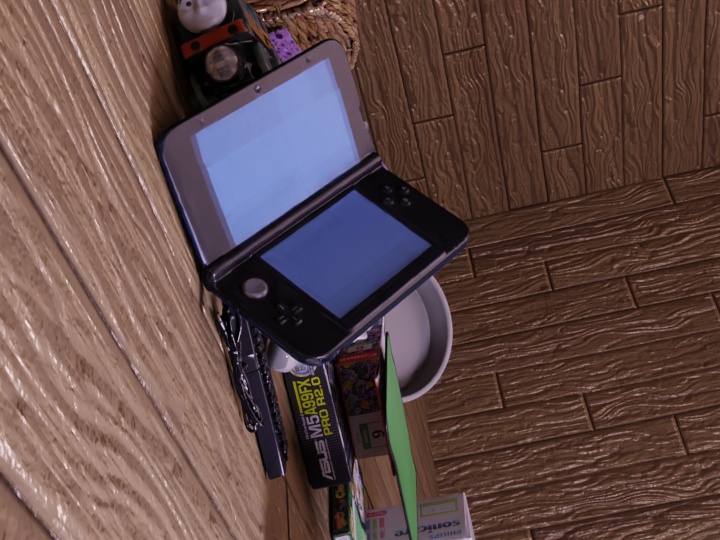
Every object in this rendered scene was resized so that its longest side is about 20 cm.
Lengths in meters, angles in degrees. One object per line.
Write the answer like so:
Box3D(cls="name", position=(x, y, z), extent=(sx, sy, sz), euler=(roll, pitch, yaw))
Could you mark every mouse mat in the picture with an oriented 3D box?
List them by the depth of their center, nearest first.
Box3D(cls="mouse mat", position=(0.042, 0.184, 1.106), extent=(0.161, 0.007, 0.201), euler=(-87, 166, -61))

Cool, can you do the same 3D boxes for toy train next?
Box3D(cls="toy train", position=(-0.111, -0.187, 0.938), extent=(0.200, 0.085, 0.115), euler=(1, 65, -83))

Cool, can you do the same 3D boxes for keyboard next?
Box3D(cls="keyboard", position=(-0.089, 0.074, 0.877), extent=(0.127, 0.020, 0.201), euler=(-78, 155, -78))

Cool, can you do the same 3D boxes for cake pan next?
Box3D(cls="cake pan", position=(0.025, 0.070, 1.346), extent=(0.037, 0.199, 0.202), euler=(-25, -106, 58))

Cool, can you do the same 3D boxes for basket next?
Box3D(cls="basket", position=(-0.080, -0.296, 1.134), extent=(0.200, 0.142, 0.150), euler=(58, 21, -76))

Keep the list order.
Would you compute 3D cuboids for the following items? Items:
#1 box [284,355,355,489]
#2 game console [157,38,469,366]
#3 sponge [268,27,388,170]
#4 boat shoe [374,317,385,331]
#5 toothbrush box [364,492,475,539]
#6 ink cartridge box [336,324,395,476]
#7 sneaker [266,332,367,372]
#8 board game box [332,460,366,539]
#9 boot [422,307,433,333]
Box3D(cls="box", position=(-0.041, 0.122, 1.155), extent=(0.200, 0.044, 0.161), euler=(-81, 158, -76))
Box3D(cls="game console", position=(-0.027, -0.058, 0.806), extent=(0.170, 0.200, 0.119), euler=(36, -38, 22))
Box3D(cls="sponge", position=(-0.047, -0.129, 1.047), extent=(0.200, 0.030, 0.112), euler=(56, -32, 21))
Box3D(cls="boat shoe", position=(0.000, 0.000, 1.275), extent=(0.074, 0.060, 0.202), euler=(-6, -95, 61))
Box3D(cls="toothbrush box", position=(0.081, 0.390, 1.323), extent=(0.086, 0.145, 0.201), euler=(-92, 169, -60))
Box3D(cls="ink cartridge box", position=(0.008, 0.138, 1.144), extent=(0.200, 0.050, 0.110), euler=(-75, 154, -77))
Box3D(cls="sneaker", position=(-0.028, 0.040, 1.022), extent=(0.071, 0.080, 0.200), euler=(-65, 173, 33))
Box3D(cls="board game box", position=(-0.013, 0.273, 1.243), extent=(0.200, 0.023, 0.105), euler=(-94, 173, -60))
Box3D(cls="boot", position=(0.036, 0.105, 1.413), extent=(0.204, 0.153, 0.074), euler=(-98, 175, -48))
